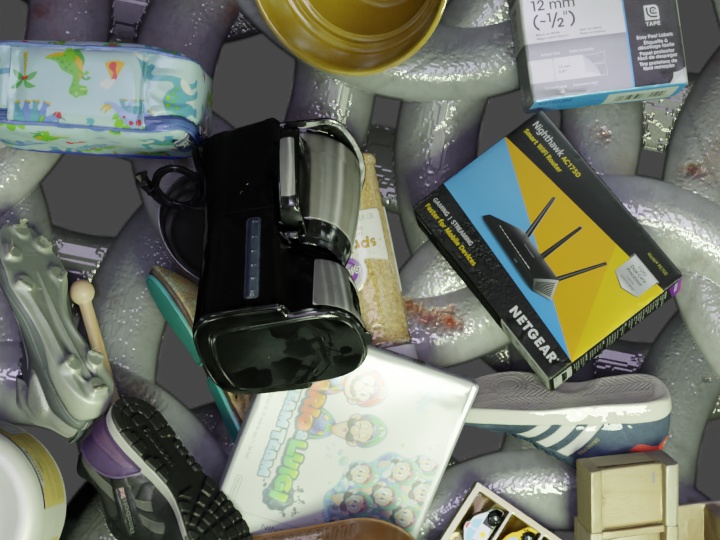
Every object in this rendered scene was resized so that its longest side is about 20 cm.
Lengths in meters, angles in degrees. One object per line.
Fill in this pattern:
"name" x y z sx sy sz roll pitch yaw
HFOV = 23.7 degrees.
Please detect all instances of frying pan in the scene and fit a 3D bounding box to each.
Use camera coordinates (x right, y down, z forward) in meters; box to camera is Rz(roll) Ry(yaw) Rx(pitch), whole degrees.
"frying pan" -0.102 -0.006 1.508 0.190 0.031 0.115 49 51 2

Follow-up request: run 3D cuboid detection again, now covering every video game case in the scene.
"video game case" -0.016 0.158 1.475 0.181 0.024 0.201 19 103 -13

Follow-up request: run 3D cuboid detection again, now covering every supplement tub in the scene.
"supplement tub" -0.322 0.196 1.413 0.144 0.200 0.147 0 85 -2

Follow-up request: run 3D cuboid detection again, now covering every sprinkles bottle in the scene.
"sprinkles bottle" 0.000 0.000 1.514 0.068 0.068 0.202 -12 85 -3

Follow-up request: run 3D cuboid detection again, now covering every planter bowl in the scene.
"planter bowl" 0.004 -0.278 1.511 0.199 0.083 0.202 9 110 24

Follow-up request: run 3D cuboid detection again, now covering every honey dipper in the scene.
"honey dipper" -0.222 0.105 1.516 0.038 0.038 0.202 -17 83 -3

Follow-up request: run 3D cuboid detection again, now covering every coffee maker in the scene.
"coffee maker" -0.085 -0.005 1.401 0.191 0.135 0.201 -22 48 27

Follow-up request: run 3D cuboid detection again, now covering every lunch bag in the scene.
"lunch bag" -0.227 -0.144 1.472 0.198 0.161 0.083 3 87 1

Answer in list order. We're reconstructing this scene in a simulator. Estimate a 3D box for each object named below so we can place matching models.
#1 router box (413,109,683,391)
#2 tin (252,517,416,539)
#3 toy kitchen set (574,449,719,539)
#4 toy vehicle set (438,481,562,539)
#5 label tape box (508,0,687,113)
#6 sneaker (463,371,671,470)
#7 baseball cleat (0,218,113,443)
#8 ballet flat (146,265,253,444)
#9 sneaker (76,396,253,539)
"router box" 0.163 -0.019 1.505 0.149 0.051 0.200 -37 71 -5
"tin" -0.039 0.274 1.469 0.198 0.042 0.113 -12 110 12
"toy kitchen set" 0.284 0.269 1.429 0.162 0.180 0.202 -5 102 -11
"toy vehicle set" 0.100 0.305 1.513 0.124 0.027 0.201 33 85 1
"label tape box" 0.207 -0.251 1.542 0.142 0.066 0.202 -7 87 -3
"sneaker" 0.174 0.142 1.511 0.198 0.075 0.085 1 118 12
"baseball cleat" -0.286 0.058 1.498 0.107 0.069 0.201 -48 57 35
"ballet flat" -0.117 0.075 1.508 0.070 0.071 0.201 -29 89 -4
"sneaker" -0.165 0.210 1.450 0.088 0.076 0.201 -45 71 28
